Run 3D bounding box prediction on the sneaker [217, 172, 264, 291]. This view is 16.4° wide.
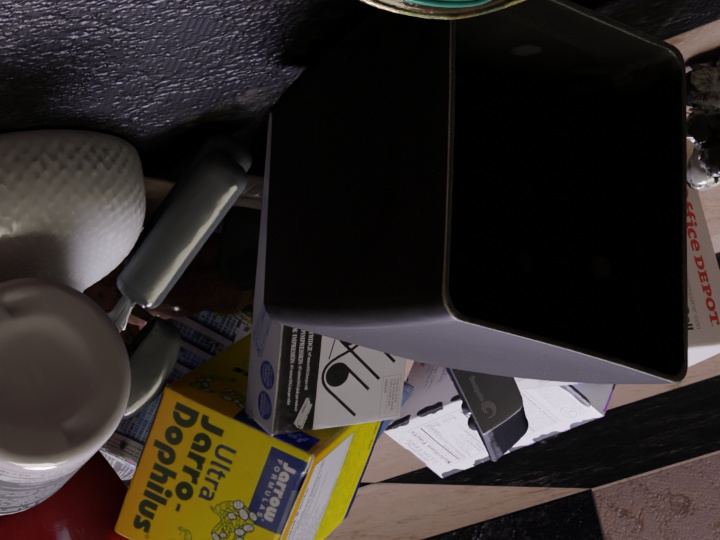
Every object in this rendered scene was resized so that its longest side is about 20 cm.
[{"bbox_3d":[0.000,0.000,1.636,0.200,0.085,0.074,17,178,6],"label":"sneaker"}]

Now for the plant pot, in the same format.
[{"bbox_3d":[0.055,-0.038,1.412,0.200,0.200,0.177,16,159,-42],"label":"plant pot"}]

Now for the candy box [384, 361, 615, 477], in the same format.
[{"bbox_3d":[0.128,0.058,1.983,0.072,0.168,0.200,39,142,-20],"label":"candy box"}]

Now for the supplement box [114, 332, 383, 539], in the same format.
[{"bbox_3d":[-0.067,0.124,1.674,0.109,0.109,0.200,23,-165,11],"label":"supplement box"}]

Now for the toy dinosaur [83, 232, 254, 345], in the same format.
[{"bbox_3d":[-0.119,0.005,1.675,0.200,0.086,0.136,-20,167,-8],"label":"toy dinosaur"}]

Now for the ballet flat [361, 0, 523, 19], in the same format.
[{"bbox_3d":[0.063,-0.159,1.234,0.200,0.071,0.071,-8,166,-21],"label":"ballet flat"}]

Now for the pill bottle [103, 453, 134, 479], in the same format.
[{"bbox_3d":[-0.217,0.115,2.008,0.200,0.111,0.111,-2,163,-40],"label":"pill bottle"}]

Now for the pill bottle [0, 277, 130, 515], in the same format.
[{"bbox_3d":[-0.213,0.084,1.498,0.114,0.114,0.200,-8,166,-21],"label":"pill bottle"}]

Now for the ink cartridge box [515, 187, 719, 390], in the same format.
[{"bbox_3d":[0.167,0.005,1.843,0.200,0.145,0.084,-4,164,-36],"label":"ink cartridge box"}]

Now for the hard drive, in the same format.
[{"bbox_3d":[0.059,0.028,1.725,0.042,0.200,0.135,-26,165,0],"label":"hard drive"}]

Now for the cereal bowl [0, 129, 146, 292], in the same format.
[{"bbox_3d":[-0.224,-0.014,1.515,0.200,0.083,0.200,-12,168,-3],"label":"cereal bowl"}]

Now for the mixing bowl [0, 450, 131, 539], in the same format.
[{"bbox_3d":[-0.239,0.163,1.676,0.200,0.109,0.200,-13,168,-3],"label":"mixing bowl"}]

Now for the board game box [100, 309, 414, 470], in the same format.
[{"bbox_3d":[-0.087,0.129,1.836,0.200,0.200,0.062,31,166,-30],"label":"board game box"}]

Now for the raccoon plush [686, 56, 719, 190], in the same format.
[{"bbox_3d":[0.299,-0.106,1.649,0.200,0.097,0.134,-18,174,20],"label":"raccoon plush"}]

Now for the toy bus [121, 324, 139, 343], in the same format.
[{"bbox_3d":[-0.227,0.052,1.829,0.200,0.065,0.078,-4,165,-35],"label":"toy bus"}]

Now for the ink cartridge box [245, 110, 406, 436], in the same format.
[{"bbox_3d":[-0.015,-0.001,1.553,0.094,0.200,0.044,-7,-157,-29],"label":"ink cartridge box"}]

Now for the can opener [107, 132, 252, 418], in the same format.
[{"bbox_3d":[-0.121,0.003,1.565,0.066,0.053,0.200,26,118,-13],"label":"can opener"}]
